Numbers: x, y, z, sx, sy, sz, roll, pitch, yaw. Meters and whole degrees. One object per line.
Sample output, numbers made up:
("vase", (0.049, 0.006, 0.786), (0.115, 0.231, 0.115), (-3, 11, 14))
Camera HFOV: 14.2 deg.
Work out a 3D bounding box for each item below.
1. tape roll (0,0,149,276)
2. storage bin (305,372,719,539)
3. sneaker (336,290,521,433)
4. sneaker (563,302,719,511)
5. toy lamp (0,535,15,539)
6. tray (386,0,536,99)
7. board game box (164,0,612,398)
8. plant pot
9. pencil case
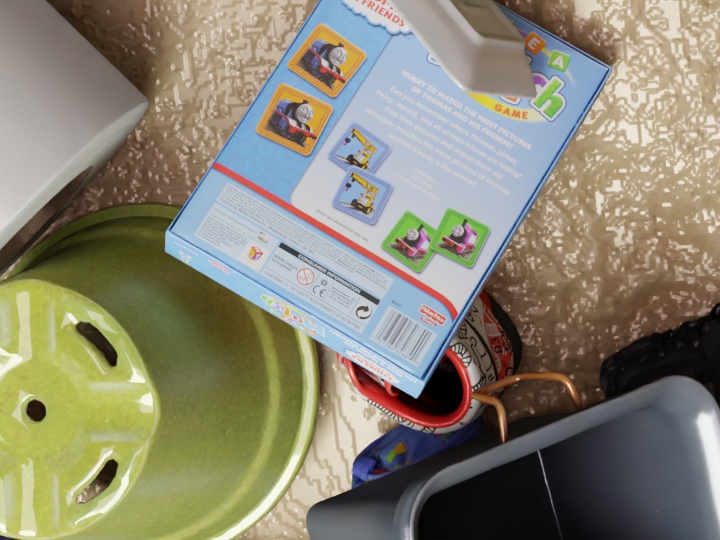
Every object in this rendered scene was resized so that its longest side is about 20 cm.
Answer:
("tape roll", (-0.227, -0.064, 1.520), (0.139, 0.203, 0.203), (43, 112, -1))
("storage bin", (0.072, 0.126, 1.459), (0.134, 0.200, 0.146), (-4, 104, 56))
("sneaker", (0.001, 0.000, 1.526), (0.067, 0.108, 0.201), (-42, 92, 22))
("sneaker", (0.172, 0.056, 1.517), (0.088, 0.076, 0.200), (33, 112, 10))
("toy lamp", (-0.245, 0.108, 1.590), (0.058, 0.058, 0.200), (-30, 94, 21))
("tray", (0.016, -0.167, 1.449), (0.022, 0.107, 0.200), (-44, 75, 19))
("board game box", (0.015, -0.057, 1.482), (0.151, 0.037, 0.200), (30, 72, 5))
("plant pot", (-0.142, 0.065, 1.521), (0.200, 0.184, 0.201), (1, 92, 15))
("pencil case", (0.060, 0.176, 1.576), (0.087, 0.078, 0.200), (-25, 99, -17))
